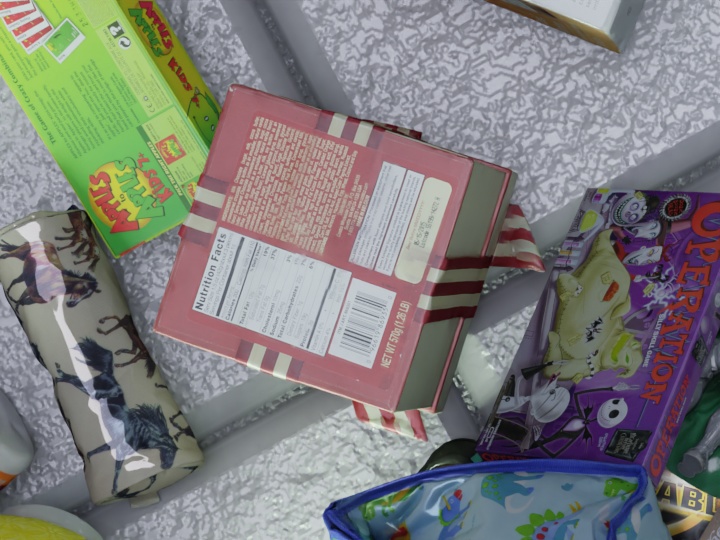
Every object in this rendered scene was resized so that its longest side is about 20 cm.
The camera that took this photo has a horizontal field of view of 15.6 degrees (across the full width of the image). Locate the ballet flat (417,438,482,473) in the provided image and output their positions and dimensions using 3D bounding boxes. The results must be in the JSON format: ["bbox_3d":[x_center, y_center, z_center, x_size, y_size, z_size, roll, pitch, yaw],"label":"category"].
[{"bbox_3d":[0.017,0.191,1.671,0.068,0.068,0.200,33,95,7],"label":"ballet flat"}]

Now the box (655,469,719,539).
[{"bbox_3d":[0.191,0.146,1.653,0.199,0.049,0.160,14,94,9],"label":"box"}]

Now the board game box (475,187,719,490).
[{"bbox_3d":[0.158,0.037,1.598,0.120,0.032,0.201,6,57,33],"label":"board game box"}]

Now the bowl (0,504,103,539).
[{"bbox_3d":[-0.212,0.215,1.678,0.199,0.201,0.108,8,48,10],"label":"bowl"}]

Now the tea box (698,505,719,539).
[{"bbox_3d":[0.335,0.147,1.540,0.196,0.134,0.201,27,95,-34],"label":"tea box"}]

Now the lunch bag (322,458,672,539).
[{"bbox_3d":[0.088,0.205,1.564,0.199,0.128,0.170,2,132,30],"label":"lunch bag"}]

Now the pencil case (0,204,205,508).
[{"bbox_3d":[-0.173,0.058,1.699,0.078,0.089,0.201,-25,86,-12],"label":"pencil case"}]

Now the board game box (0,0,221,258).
[{"bbox_3d":[-0.162,-0.119,1.676,0.101,0.048,0.200,-26,101,26],"label":"board game box"}]

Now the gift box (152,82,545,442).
[{"bbox_3d":[0.000,0.000,1.616,0.199,0.187,0.185,23,93,10],"label":"gift box"}]

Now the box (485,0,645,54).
[{"bbox_3d":[0.085,-0.223,1.621,0.199,0.152,0.107,22,94,10],"label":"box"}]

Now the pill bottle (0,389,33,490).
[{"bbox_3d":[-0.320,0.145,1.705,0.200,0.114,0.114,-42,83,7],"label":"pill bottle"}]

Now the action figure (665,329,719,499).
[{"bbox_3d":[0.245,0.043,1.614,0.118,0.055,0.200,33,65,21],"label":"action figure"}]
